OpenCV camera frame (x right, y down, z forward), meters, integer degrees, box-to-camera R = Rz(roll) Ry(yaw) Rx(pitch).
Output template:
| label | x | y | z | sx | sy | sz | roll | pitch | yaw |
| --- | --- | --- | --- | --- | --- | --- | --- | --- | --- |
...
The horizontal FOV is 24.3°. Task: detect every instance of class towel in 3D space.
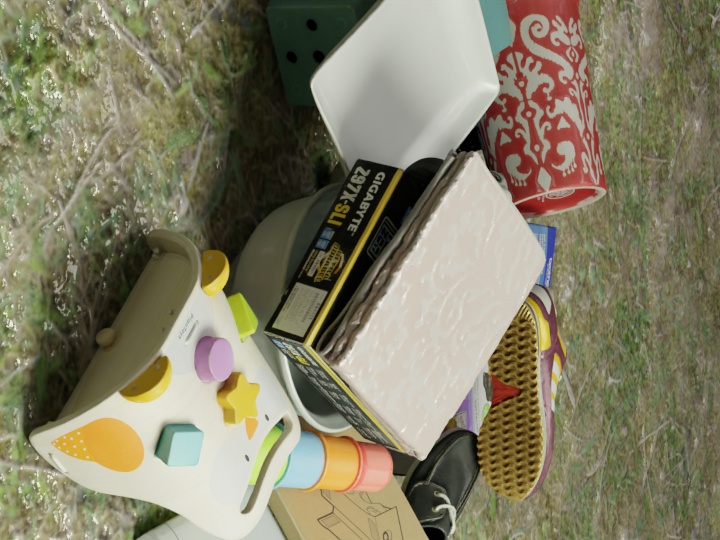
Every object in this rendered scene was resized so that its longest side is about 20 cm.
| label | x | y | z | sx | sy | sz | roll | pitch | yaw |
| --- | --- | --- | --- | --- | --- | --- | --- | --- | --- |
| towel | 0.061 | 0.028 | 1.299 | 0.200 | 0.032 | 0.191 | -56 | 144 | -11 |

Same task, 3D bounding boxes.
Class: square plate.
| label | x | y | z | sx | sy | sz | roll | pitch | yaw |
| --- | --- | --- | --- | --- | --- | --- | --- | --- | --- |
| square plate | 0.035 | -0.150 | 1.344 | 0.198 | 0.028 | 0.200 | -51 | 144 | -24 |

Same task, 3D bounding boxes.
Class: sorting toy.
| label | x | y | z | sx | sy | sz | roll | pitch | yaw |
| --- | --- | --- | --- | --- | --- | --- | --- | --- | --- |
| sorting toy | -0.112 | 0.096 | 1.212 | 0.180 | 0.106 | 0.201 | 53 | 45 | -32 |

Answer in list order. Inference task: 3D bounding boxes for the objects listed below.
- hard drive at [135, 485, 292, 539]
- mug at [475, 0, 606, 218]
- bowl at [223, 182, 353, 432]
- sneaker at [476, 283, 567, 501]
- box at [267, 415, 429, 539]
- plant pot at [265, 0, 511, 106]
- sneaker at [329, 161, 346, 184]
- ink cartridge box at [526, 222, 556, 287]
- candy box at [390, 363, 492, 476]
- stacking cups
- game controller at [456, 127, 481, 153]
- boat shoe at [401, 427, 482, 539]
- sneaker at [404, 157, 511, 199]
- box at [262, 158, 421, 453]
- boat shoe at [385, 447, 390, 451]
| label | x | y | z | sx | sy | sz | roll | pitch | yaw |
| --- | --- | --- | --- | --- | --- | --- | --- | --- | --- |
| hard drive | -0.082 | 0.236 | 1.329 | 0.132 | 0.027 | 0.200 | 58 | 29 | 6 |
| mug | 0.182 | -0.160 | 1.646 | 0.177 | 0.133 | 0.201 | 4 | 71 | -51 |
| bowl | -0.052 | 0.029 | 1.371 | 0.201 | 0.090 | 0.202 | -8 | 99 | -63 |
| sneaker | 0.158 | 0.112 | 1.548 | 0.090 | 0.075 | 0.201 | -22 | 118 | -55 |
| box | -0.008 | 0.212 | 1.412 | 0.163 | 0.021 | 0.201 | -13 | 70 | -57 |
| plant pot | 0.015 | -0.223 | 1.439 | 0.200 | 0.141 | 0.142 | -43 | 129 | -47 |
| sneaker | 0.000 | 0.000 | 1.487 | 0.093 | 0.070 | 0.201 | -40 | 130 | -61 |
| ink cartridge box | 0.101 | -0.017 | 1.608 | 0.200 | 0.136 | 0.077 | 7 | 91 | -62 |
| candy box | 0.089 | 0.106 | 1.663 | 0.200 | 0.071 | 0.169 | -8 | 99 | -61 |
| stacking cups | -0.058 | 0.145 | 1.336 | 0.199 | 0.060 | 0.061 | 9 | 83 | -43 |
| game controller | 0.069 | -0.156 | 1.615 | 0.105 | 0.042 | 0.200 | 57 | 29 | 7 |
| boat shoe | 0.065 | 0.231 | 1.523 | 0.072 | 0.067 | 0.200 | 47 | 61 | -24 |
| sneaker | 0.083 | -0.059 | 1.386 | 0.089 | 0.074 | 0.200 | -58 | 159 | -15 |
| box | 0.017 | 0.031 | 1.323 | 0.160 | 0.049 | 0.200 | -63 | 146 | -19 |
| boat shoe | 0.048 | 0.103 | 1.514 | 0.074 | 0.063 | 0.202 | -28 | 150 | -60 |
